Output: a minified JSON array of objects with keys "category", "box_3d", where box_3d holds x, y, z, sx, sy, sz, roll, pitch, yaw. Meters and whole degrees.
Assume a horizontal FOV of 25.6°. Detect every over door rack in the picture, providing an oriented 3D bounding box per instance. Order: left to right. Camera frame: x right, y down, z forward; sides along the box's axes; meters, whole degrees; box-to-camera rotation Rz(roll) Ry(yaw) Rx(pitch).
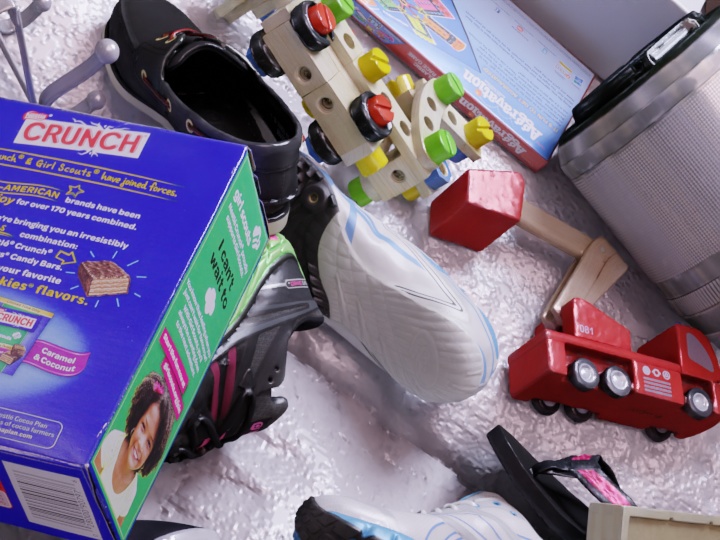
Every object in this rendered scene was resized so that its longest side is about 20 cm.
[{"category":"over door rack","box_3d":[-0.191,-0.165,0.821,0.066,0.200,0.148,-30,81,-2]}]

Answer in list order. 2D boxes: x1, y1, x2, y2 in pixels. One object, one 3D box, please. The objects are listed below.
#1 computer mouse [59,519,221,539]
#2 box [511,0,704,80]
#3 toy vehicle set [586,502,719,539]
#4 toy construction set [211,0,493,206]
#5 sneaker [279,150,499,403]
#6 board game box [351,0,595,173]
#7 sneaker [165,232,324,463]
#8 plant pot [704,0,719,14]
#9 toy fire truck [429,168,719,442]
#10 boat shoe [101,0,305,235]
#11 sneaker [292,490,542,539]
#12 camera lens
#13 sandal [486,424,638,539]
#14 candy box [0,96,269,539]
[{"category":"computer mouse","box_3d":[-0.150,0.160,0.746,0.199,0.110,0.044,-8,33,-46]},{"category":"box","box_3d":[0.157,-0.252,1.143,0.200,0.097,0.125,39,51,-8]},{"category":"toy vehicle set","box_3d":[0.171,0.235,0.881,0.124,0.026,0.202,13,79,-37]},{"category":"toy construction set","box_3d":[-0.009,-0.122,0.963,0.200,0.092,0.131,44,32,-4]},{"category":"sneaker","box_3d":[0.000,0.000,0.937,0.200,0.072,0.072,45,15,4]},{"category":"board game box","box_3d":[0.068,-0.165,1.090,0.200,0.019,0.103,40,50,-8]},{"category":"sneaker","box_3d":[-0.082,0.066,0.833,0.084,0.077,0.200,50,60,-20]},{"category":"plant pot","box_3d":[0.378,-0.245,1.213,0.199,0.198,0.202,15,58,-26]},{"category":"toy fire truck","box_3d":[0.141,0.023,1.016,0.199,0.049,0.142,15,58,-25]},{"category":"boat shoe","box_3d":[-0.089,-0.105,0.892,0.073,0.063,0.202,-7,43,-29]},{"category":"sneaker","box_3d":[0.047,0.157,0.880,0.199,0.075,0.087,29,46,-27]},{"category":"camera lens","box_3d":[0.241,-0.061,1.049,0.200,0.160,0.160,51,50,-1]},{"category":"sandal","box_3d":[0.152,0.150,0.939,0.200,0.045,0.075,41,12,-13]},{"category":"candy box","box_3d":[-0.158,0.017,0.767,0.168,0.077,0.201,12,53,15]}]
